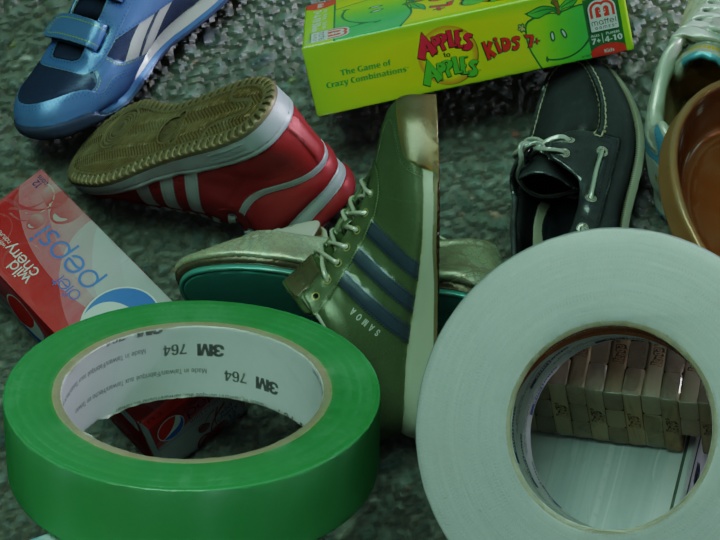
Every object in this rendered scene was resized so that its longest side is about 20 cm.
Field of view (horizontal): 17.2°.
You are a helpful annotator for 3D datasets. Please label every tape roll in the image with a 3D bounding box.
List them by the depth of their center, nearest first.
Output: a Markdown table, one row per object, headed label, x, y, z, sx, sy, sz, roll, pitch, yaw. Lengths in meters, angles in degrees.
| label | x | y | z | sx | sy | sz | roll | pitch | yaw |
| --- | --- | --- | --- | --- | --- | --- | --- | --- | --- |
| tape roll | 0.131 | 0.082 | 1.204 | 0.199 | 0.066 | 0.202 | -2 | 82 | 12 |
| tape roll | -0.089 | 0.083 | 1.263 | 0.199 | 0.048 | 0.201 | 0 | 27 | 0 |

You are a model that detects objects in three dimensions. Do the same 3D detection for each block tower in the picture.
| label | x | y | z | sx | sy | sz | roll | pitch | yaw |
| --- | --- | --- | --- | --- | --- | --- | --- | --- | --- |
| block tower | 0.175 | 0.061 | 1.267 | 0.199 | 0.058 | 0.054 | 5 | 56 | 15 |

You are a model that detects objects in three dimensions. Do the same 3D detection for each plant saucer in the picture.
| label | x | y | z | sx | sy | sz | roll | pitch | yaw |
| --- | --- | --- | --- | --- | --- | --- | --- | --- | --- |
| plant saucer | 0.253 | -0.022 | 1.343 | 0.199 | 0.032 | 0.201 | 16 | 51 | -20 |

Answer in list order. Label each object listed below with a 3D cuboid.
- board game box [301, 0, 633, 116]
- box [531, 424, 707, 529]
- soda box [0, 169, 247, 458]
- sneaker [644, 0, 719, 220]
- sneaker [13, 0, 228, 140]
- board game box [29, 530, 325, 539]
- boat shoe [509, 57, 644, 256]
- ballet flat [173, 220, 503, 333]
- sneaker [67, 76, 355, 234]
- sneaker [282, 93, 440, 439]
| label | x | y | z | sx | sy | sz | roll | pitch | yaw |
| --- | --- | --- | --- | --- | --- | --- | --- | --- | --- |
| board game box | 0.065 | -0.153 | 1.496 | 0.199 | 0.048 | 0.102 | -12 | 20 | 4 |
| box | 0.125 | 0.127 | 1.302 | 0.116 | 0.060 | 0.201 | 7 | 57 | 17 |
| soda box | -0.157 | 0.029 | 1.434 | 0.070 | 0.064 | 0.200 | -38 | 56 | -15 |
| sneaker | 0.222 | -0.127 | 1.450 | 0.076 | 0.081 | 0.201 | 5 | 55 | 18 |
| sneaker | -0.165 | -0.168 | 1.558 | 0.074 | 0.082 | 0.200 | 17 | 58 | 40 |
| board game box | -0.117 | 0.194 | 1.236 | 0.199 | 0.105 | 0.103 | -19 | 49 | -33 |
| boat shoe | 0.123 | -0.056 | 1.420 | 0.072 | 0.063 | 0.201 | -20 | 49 | 33 |
| ballet flat | -0.010 | 0.002 | 1.425 | 0.199 | 0.068 | 0.063 | 7 | 50 | 5 |
| sneaker | -0.091 | -0.055 | 1.487 | 0.199 | 0.112 | 0.071 | -7 | 49 | 46 |
| sneaker | 0.000 | 0.000 | 1.348 | 0.089 | 0.201 | 0.067 | 1 | 11 | 1 |
